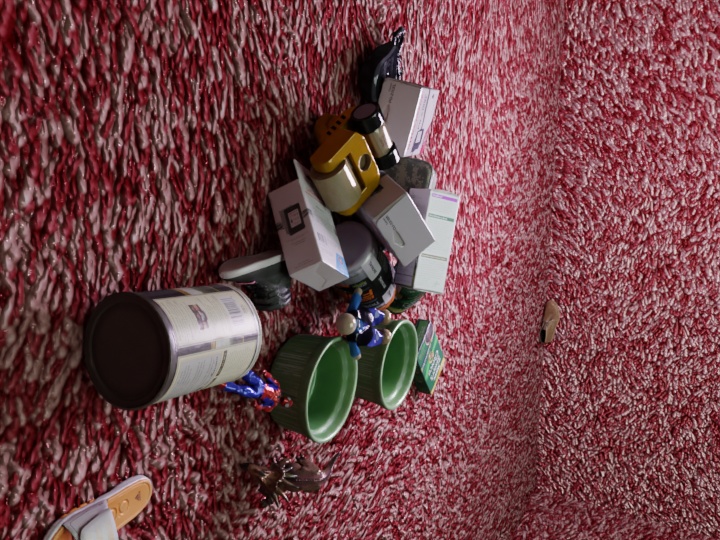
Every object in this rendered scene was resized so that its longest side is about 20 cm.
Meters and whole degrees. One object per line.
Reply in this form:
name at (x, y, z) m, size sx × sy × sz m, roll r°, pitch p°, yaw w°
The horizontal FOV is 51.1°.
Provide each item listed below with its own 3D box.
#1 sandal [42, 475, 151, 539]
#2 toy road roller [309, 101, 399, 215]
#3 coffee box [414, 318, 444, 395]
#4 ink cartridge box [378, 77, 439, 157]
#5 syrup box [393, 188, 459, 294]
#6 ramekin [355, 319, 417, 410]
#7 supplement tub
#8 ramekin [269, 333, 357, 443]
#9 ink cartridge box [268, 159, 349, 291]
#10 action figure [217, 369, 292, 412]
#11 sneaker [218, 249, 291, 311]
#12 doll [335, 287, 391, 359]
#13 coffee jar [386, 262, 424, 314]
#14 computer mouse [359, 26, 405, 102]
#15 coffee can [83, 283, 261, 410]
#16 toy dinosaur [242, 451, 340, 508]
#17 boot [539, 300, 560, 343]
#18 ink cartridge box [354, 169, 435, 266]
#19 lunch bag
sandal at (-0.339, 0.342, 1.010) m, size 0.206 × 0.059 × 0.080 m, roll -34°, pitch 127°, yaw -57°
toy road roller at (-0.035, -0.211, 1.372) m, size 0.201 × 0.145 × 0.123 m, roll -52°, pitch 137°, yaw -24°
coffee box at (0.176, 0.236, 2.050) m, size 0.124 × 0.043 × 0.201 m, roll -64°, pitch 149°, yaw -32°
ink cartridge box at (0.094, -0.322, 1.592) m, size 0.200 × 0.083 × 0.147 m, roll -34°, pitch 140°, yaw -70°
syrup box at (0.132, -0.061, 1.514) m, size 0.081 × 0.078 × 0.203 m, roll 10°, pitch 90°, yaw -30°
ramekin at (0.046, 0.203, 1.694) m, size 0.200 × 0.097 × 0.203 m, roll -30°, pitch 125°, yaw -58°
supplement tub at (0.000, 0.000, 1.524) m, size 0.200 × 0.121 × 0.124 m, roll 54°, pitch 51°, yaw -55°
ramekin at (-0.093, 0.217, 1.432) m, size 0.200 × 0.097 × 0.203 m, roll -32°, pitch 126°, yaw -57°
ink cartridge box at (-0.094, -0.078, 1.313) m, size 0.116 × 0.066 × 0.202 m, roll 33°, pitch 37°, yaw -62°
action figure at (-0.179, 0.197, 1.266) m, size 0.200 × 0.051 × 0.066 m, roll 38°, pitch 59°, yaw -50°
sneaker at (-0.166, 0.025, 1.248) m, size 0.200 × 0.070 × 0.101 m, roll -18°, pitch 110°, yaw -66°
doll at (0.002, 0.102, 1.452) m, size 0.200 × 0.048 × 0.139 m, roll 9°, pitch 79°, yaw -66°
coffee jar at (0.105, 0.031, 1.692) m, size 0.104 × 0.086 × 0.200 m, roll -32°, pitch 170°, yaw -18°
computer mouse at (0.038, -0.411, 1.554) m, size 0.201 × 0.052 × 0.140 m, roll -58°, pitch 158°, yaw -50°
coffee can at (-0.247, 0.096, 1.020) m, size 0.199 × 0.145 × 0.149 m, roll -5°, pitch 103°, yaw -64°
toy dinosaur at (-0.117, 0.380, 1.381) m, size 0.136 × 0.197 × 0.087 m, roll 134°, pitch -53°, yaw -67°
boot at (0.856, 0.237, 3.426) m, size 0.075 × 0.073 × 0.203 m, roll -14°, pitch 114°, yaw -51°
ink cartridge box at (0.039, -0.121, 1.446) m, size 0.083 × 0.200 × 0.145 m, roll -39°, pitch 133°, yaw -2°
lunch bag at (0.089, -0.140, 1.644) m, size 0.168 × 0.138 × 0.203 m, roll 12°, pitch 90°, yaw -77°
